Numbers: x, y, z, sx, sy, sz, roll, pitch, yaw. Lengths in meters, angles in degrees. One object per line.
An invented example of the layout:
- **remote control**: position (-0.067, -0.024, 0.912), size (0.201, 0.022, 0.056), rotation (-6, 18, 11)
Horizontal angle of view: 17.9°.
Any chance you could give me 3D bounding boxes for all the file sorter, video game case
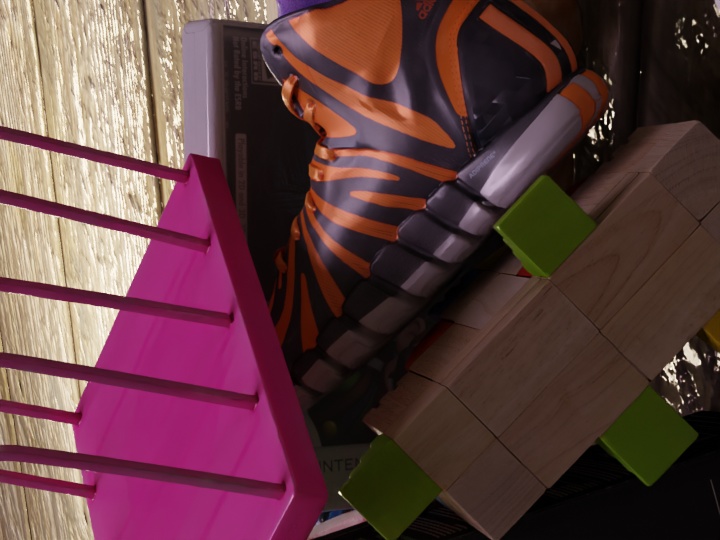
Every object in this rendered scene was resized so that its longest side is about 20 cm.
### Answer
- **file sorter**: position (-0.114, 0.057, 0.816), size (0.139, 0.125, 0.200), rotation (-64, 28, 29)
- **video game case**: position (0.000, 0.000, 0.963), size (0.023, 0.182, 0.200), rotation (-3, 88, 44)

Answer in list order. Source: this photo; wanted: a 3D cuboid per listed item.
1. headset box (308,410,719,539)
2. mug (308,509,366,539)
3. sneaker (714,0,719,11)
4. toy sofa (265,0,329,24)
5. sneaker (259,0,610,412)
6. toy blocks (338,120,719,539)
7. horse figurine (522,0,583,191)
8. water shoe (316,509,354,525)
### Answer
- **headset box**: position (0.085, 0.164, 0.865), size (0.093, 0.200, 0.174), rotation (176, 78, -71)
- **mug**: position (0.035, 0.202, 1.014), size (0.200, 0.133, 0.178), rotation (63, -150, -19)
- **sneaker**: position (0.151, -0.078, 0.702), size (0.087, 0.074, 0.200), rotation (83, 171, -62)
- **toy sofa**: position (0.001, -0.169, 1.023), size (0.098, 0.083, 0.200), rotation (-127, 27, -49)
- **sneaker**: position (-0.006, -0.036, 0.858), size (0.112, 0.078, 0.200), rotation (44, 113, 4)
- **toy blocks**: position (0.070, 0.019, 0.832), size (0.100, 0.200, 0.137), rotation (45, 175, -7)
- **horse figurine**: position (0.058, -0.067, 0.931), size (0.050, 0.133, 0.200), rotation (5, 116, 26)
- **water shoe**: position (0.000, 0.109, 1.156), size (0.200, 0.071, 0.079), rotation (-27, 86, 37)
